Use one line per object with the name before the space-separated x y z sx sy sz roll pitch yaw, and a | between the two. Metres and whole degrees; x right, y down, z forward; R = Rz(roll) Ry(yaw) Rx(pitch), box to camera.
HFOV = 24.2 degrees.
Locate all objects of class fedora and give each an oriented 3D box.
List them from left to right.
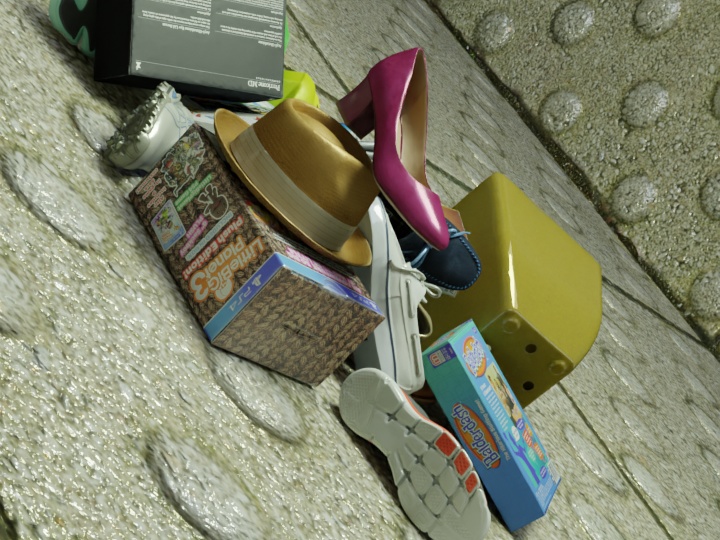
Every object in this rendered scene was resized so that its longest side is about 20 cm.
fedora | -0.045 -0.094 1.544 0.200 0.082 0.201 43 15 -14

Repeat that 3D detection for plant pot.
plant pot | 0.158 0.052 1.924 0.195 0.194 0.201 40 24 -23

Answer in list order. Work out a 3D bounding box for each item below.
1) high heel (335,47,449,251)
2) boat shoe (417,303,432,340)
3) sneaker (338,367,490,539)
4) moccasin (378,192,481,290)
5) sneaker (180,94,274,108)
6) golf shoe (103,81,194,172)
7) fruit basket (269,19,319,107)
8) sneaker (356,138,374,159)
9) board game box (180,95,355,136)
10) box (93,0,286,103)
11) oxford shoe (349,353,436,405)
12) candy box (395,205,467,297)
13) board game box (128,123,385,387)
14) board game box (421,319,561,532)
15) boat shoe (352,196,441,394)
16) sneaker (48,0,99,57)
high heel | 0.053 -0.114 1.523 0.201 0.096 0.067 60 13 28
boat shoe | -0.001 0.002 1.736 0.201 0.073 0.063 49 -20 -28
sneaker | 0.061 0.171 1.540 0.201 0.077 0.082 54 10 27
moccasin | 0.045 -0.040 1.735 0.199 0.081 0.068 33 -1 -17
sneaker | -0.137 -0.178 1.936 0.200 0.072 0.073 43 19 -25
golf shoe | -0.188 -0.123 1.644 0.097 0.078 0.200 49 14 -10
fruit basket | -0.113 -0.237 2.061 0.214 0.157 0.216 24 20 -9
sneaker | 0.025 -0.083 2.049 0.199 0.114 0.076 37 16 -30
board game box | -0.105 -0.148 1.819 0.197 0.035 0.126 12 17 1
box | -0.177 -0.259 1.776 0.198 0.143 0.078 5 -6 -40
oxford shoe | 0.024 0.071 1.713 0.200 0.071 0.072 39 13 -32
candy box | 0.019 -0.050 1.829 0.198 0.057 0.117 20 25 -17
board game box | -0.096 -0.013 1.544 0.159 0.097 0.201 28 22 -50
board game box | 0.136 0.157 1.750 0.202 0.045 0.152 61 15 1
boat shoe | 0.036 0.023 1.648 0.085 0.074 0.205 -8 90 -30
sneaker | -0.274 -0.275 1.842 0.198 0.079 0.139 13 11 -40
